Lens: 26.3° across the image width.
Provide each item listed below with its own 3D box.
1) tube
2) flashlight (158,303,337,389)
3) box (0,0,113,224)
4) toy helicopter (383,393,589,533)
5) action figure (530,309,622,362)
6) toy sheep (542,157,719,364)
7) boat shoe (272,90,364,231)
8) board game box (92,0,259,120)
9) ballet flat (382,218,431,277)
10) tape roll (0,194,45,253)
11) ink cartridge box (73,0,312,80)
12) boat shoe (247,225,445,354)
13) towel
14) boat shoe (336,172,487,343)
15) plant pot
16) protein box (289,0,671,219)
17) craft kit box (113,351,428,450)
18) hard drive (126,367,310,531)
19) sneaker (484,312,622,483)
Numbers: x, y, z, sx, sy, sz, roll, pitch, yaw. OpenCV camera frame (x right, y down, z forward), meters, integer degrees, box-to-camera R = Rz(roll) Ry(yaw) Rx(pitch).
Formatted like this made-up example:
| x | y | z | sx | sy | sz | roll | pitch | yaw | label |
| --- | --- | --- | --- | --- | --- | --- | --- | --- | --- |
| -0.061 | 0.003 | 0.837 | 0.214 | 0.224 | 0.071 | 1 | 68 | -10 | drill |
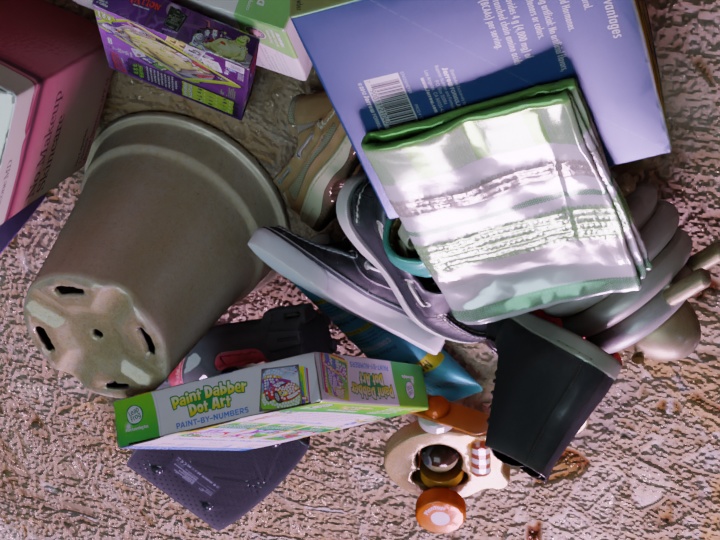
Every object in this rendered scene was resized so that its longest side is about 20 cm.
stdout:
| x | y | z | sx | sy | sz | roll | pitch | yaw | label |
| --- | --- | --- | --- | --- | --- | --- | --- | --- | --- |
| 0.018 | 0.052 | 1.354 | 0.077 | 0.051 | 0.200 | -20 | 123 | 45 | tube |
| -0.107 | 0.078 | 1.377 | 0.199 | 0.069 | 0.067 | -8 | 154 | 40 | flashlight |
| -0.287 | -0.128 | 1.213 | 0.108 | 0.200 | 0.129 | 24 | 115 | 5 | box |
| 0.108 | 0.144 | 1.371 | 0.199 | 0.079 | 0.133 | -23 | 123 | 24 | toy helicopter |
| 0.145 | 0.012 | 1.239 | 0.052 | 0.066 | 0.200 | -39 | 105 | 20 | action figure |
| 0.184 | -0.015 | 1.153 | 0.138 | 0.138 | 0.201 | -35 | 93 | 43 | toy sheep |
| -0.024 | -0.113 | 1.213 | 0.076 | 0.072 | 0.201 | 39 | 136 | 7 | boat shoe |
| -0.137 | -0.163 | 1.159 | 0.119 | 0.033 | 0.200 | 18 | 174 | -5 | board game box |
| 0.088 | -0.069 | 1.110 | 0.200 | 0.070 | 0.067 | -48 | 69 | 21 | ballet flat |
| -0.376 | -0.016 | 1.377 | 0.085 | 0.201 | 0.200 | 41 | 134 | -12 | tape roll |
| -0.127 | -0.215 | 1.134 | 0.198 | 0.068 | 0.117 | 19 | 171 | 9 | ink cartridge box |
| 0.000 | 0.000 | 1.269 | 0.199 | 0.068 | 0.072 | 28 | 175 | -25 | boat shoe |
| 0.101 | -0.037 | 1.025 | 0.148 | 0.031 | 0.200 | -16 | 140 | 16 | towel |
| 0.059 | -0.002 | 1.230 | 0.200 | 0.076 | 0.060 | 39 | 164 | -35 | boat shoe |
| -0.185 | 0.001 | 1.307 | 0.198 | 0.184 | 0.202 | 14 | 134 | 15 | plant pot |
| 0.080 | -0.164 | 0.996 | 0.198 | 0.136 | 0.199 | -13 | 140 | 14 | protein box |
| -0.071 | 0.114 | 1.298 | 0.196 | 0.200 | 0.049 | -12 | 78 | 25 | craft kit box |
| -0.140 | 0.174 | 1.537 | 0.134 | 0.042 | 0.200 | 36 | 134 | -8 | hard drive |
| 0.120 | 0.091 | 1.180 | 0.074 | 0.107 | 0.200 | 32 | 177 | -11 | sneaker |
